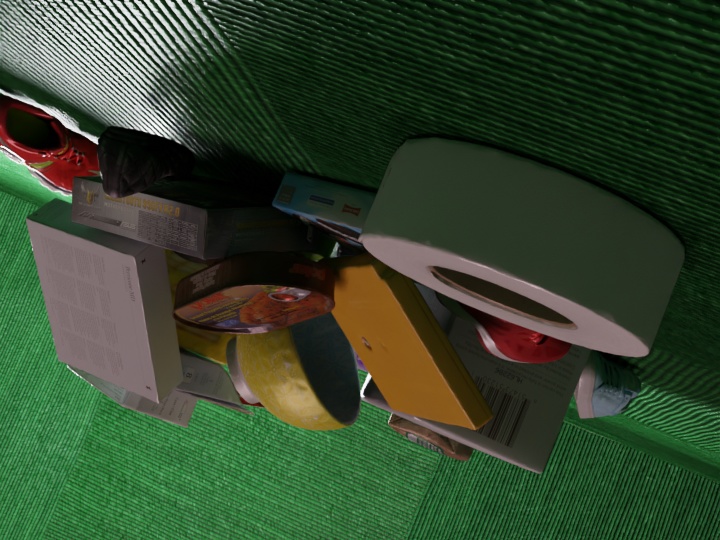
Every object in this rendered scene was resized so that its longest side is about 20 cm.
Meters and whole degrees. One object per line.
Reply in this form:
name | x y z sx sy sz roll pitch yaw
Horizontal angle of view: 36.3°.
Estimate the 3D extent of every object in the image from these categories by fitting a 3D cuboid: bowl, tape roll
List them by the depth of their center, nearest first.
tape roll | 0.103 -0.013 0.717 0.202 0.071 0.202 22 174 2
bowl | -0.088 0.098 1.253 0.107 0.201 0.200 -21 158 15

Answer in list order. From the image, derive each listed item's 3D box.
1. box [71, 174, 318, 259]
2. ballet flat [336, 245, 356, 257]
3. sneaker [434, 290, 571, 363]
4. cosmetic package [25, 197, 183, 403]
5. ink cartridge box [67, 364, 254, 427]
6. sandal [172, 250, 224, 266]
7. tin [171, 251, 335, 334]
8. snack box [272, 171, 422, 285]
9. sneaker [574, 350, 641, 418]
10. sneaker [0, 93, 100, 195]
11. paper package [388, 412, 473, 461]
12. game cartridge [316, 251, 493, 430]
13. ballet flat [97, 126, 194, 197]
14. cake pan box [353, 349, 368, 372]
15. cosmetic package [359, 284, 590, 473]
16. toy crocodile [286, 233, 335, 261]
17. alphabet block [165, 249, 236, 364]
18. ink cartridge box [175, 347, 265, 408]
box | -0.165 -0.059 1.098 0.199 0.049 0.158 15 -167 38
ballet flat | 0.000 0.000 1.259 0.066 0.057 0.200 24 174 -4
sneaker | 0.163 0.049 1.010 0.200 0.079 0.115 27 174 -42
cosmetic package | -0.275 0.034 1.196 0.150 0.052 0.201 20 131 26
ink cartridge box | -0.257 0.153 1.403 0.176 0.045 0.200 25 175 -34
sandal | -0.136 0.001 1.161 0.199 0.055 0.082 16 160 35
tin | -0.105 0.023 1.055 0.112 0.042 0.200 10 162 -35
snack box | 0.025 -0.029 1.018 0.116 0.037 0.200 17 172 42
sneaker | 0.299 0.130 1.339 0.082 0.074 0.200 -9 161 11
sneaker | -0.357 -0.140 1.276 0.085 0.077 0.200 9 166 46
paper package | 0.132 0.160 1.532 0.103 0.191 0.200 21 172 14
game cartridge | 0.033 0.063 1.038 0.177 0.032 0.200 59 161 -10
ballet flat | -0.201 -0.098 1.011 0.066 0.057 0.200 17 -175 5
cake pan box | -0.020 0.061 1.509 0.199 0.053 0.184 19 -155 17
cosmetic package | 0.126 0.110 1.247 0.167 0.167 0.200 25 173 -16
toy crocodile | -0.102 -0.045 1.187 0.200 0.068 0.062 17 165 43
alphabet block | -0.217 -0.004 1.381 0.196 0.196 0.200 21 173 -7
ink cartridge box | -0.213 0.118 1.374 0.160 0.047 0.200 17 177 40
